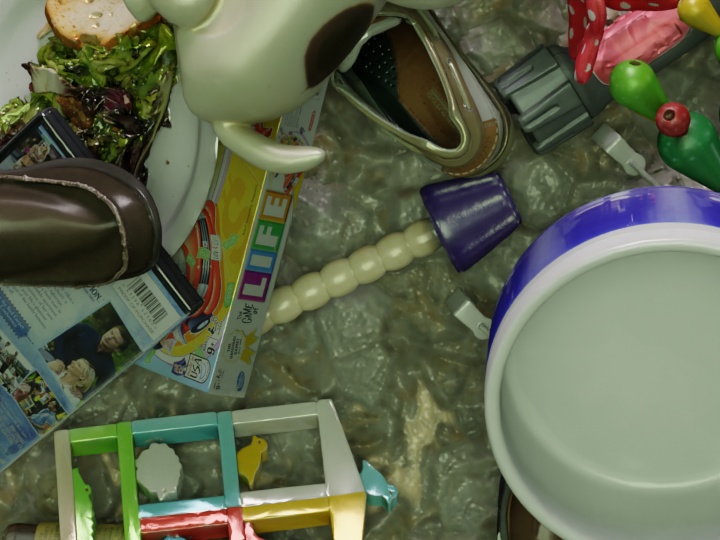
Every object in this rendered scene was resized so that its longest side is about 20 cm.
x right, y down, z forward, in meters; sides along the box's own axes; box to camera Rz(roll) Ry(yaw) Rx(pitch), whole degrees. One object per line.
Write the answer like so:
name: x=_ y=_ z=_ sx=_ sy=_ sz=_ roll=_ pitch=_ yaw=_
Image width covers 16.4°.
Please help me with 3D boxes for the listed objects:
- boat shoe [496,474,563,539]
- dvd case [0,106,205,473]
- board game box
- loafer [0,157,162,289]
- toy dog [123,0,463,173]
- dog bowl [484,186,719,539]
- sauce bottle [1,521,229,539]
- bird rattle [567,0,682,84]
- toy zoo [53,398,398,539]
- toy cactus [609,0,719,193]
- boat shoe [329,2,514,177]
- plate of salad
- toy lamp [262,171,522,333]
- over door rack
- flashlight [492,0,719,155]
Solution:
boat shoe: x=0.111 y=0.199 z=1.484 sx=0.071 sy=0.068 sz=0.201 roll=-3 pitch=96 yaw=2
dvd case: x=-0.196 y=0.015 z=1.456 sx=0.200 sy=0.018 sz=0.143 roll=-38 pitch=88 yaw=35
board game box: x=-0.099 y=-0.041 z=1.455 sx=0.134 sy=0.034 sz=0.201 roll=18 pitch=95 yaw=38
loafer: x=-0.202 y=-0.019 z=1.391 sx=0.199 sy=0.071 sz=0.073 roll=2 pitch=110 yaw=28
toy dog: x=-0.018 y=-0.168 z=1.323 sx=0.199 sy=0.139 sz=0.195 roll=-23 pitch=68 yaw=20
dog bowl: x=0.168 y=0.058 z=1.375 sx=0.199 sy=0.079 sz=0.201 roll=2 pitch=115 yaw=4
sauce bottle: x=-0.114 y=0.185 z=1.492 sx=0.199 sy=0.065 sz=0.065 roll=4 pitch=94 yaw=1
bird rattle: x=0.084 y=-0.204 z=1.397 sx=0.112 sy=0.200 sz=0.163 roll=-32 pitch=132 yaw=8
toy zoo: x=-0.077 y=0.143 z=1.467 sx=0.199 sy=0.020 sz=0.132 roll=-6 pitch=58 yaw=-3
toy cactus: x=0.230 y=-0.067 z=1.415 sx=0.199 sy=0.102 sz=0.166 roll=7 pitch=81 yaw=-41
boat shoe: x=0.009 y=-0.136 z=1.449 sx=0.200 sy=0.068 sz=0.075 roll=44 pitch=102 yaw=13
plate of salad: x=-0.165 y=-0.086 z=1.445 sx=0.199 sy=0.048 sz=0.201 roll=4 pitch=97 yaw=34
toy lamp: x=0.000 y=0.000 z=1.480 sx=0.199 sy=0.058 sz=0.058 roll=-27 pitch=92 yaw=5
over door rack: x=0.168 y=0.036 z=1.471 sx=0.200 sy=0.067 sz=0.148 roll=43 pitch=93 yaw=-1
flashlight: x=0.171 y=-0.147 z=1.459 sx=0.200 sy=0.068 sz=0.068 roll=-33 pitch=92 yaw=3
